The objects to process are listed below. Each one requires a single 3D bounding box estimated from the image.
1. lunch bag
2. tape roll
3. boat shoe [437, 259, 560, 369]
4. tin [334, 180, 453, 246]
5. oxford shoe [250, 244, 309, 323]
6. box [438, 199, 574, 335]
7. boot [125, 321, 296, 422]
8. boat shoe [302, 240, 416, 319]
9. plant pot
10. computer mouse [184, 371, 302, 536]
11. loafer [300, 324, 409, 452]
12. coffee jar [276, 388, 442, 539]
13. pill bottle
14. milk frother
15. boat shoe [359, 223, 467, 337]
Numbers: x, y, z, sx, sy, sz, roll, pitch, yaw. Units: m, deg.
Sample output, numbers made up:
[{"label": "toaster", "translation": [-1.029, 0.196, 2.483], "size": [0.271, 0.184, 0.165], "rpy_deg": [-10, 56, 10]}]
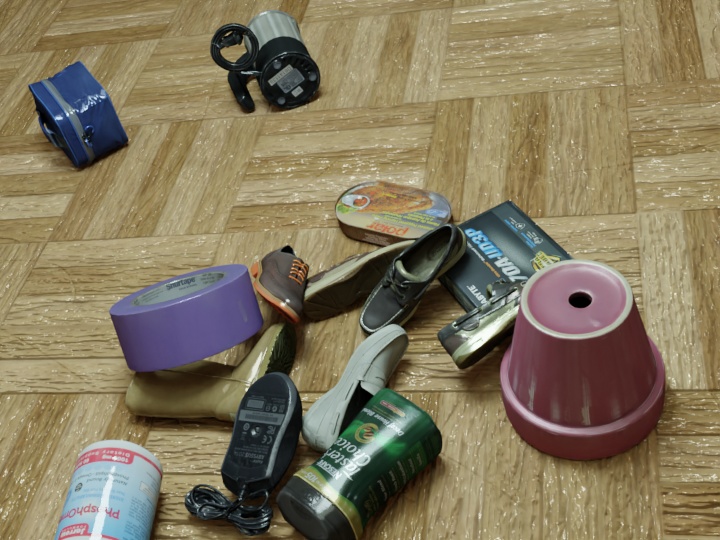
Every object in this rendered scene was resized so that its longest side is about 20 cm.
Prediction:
[{"label": "lunch bag", "translation": [-0.545, -0.291, 1.796], "size": [0.132, 0.136, 0.200], "rpy_deg": [-31, 46, -16]}, {"label": "tape roll", "translation": [-0.241, 0.063, 1.309], "size": [0.198, 0.086, 0.200], "rpy_deg": [-14, 13, 3]}, {"label": "boat shoe", "translation": [0.185, 0.043, 1.214], "size": [0.200, 0.072, 0.066], "rpy_deg": [-39, 73, -11]}, {"label": "tin", "translation": [0.052, -0.085, 1.478], "size": [0.199, 0.042, 0.112], "rpy_deg": [15, 47, 29]}, {"label": "oxford shoe", "translation": [-0.109, 0.012, 1.353], "size": [0.073, 0.071, 0.200], "rpy_deg": [-44, 27, 4]}, {"label": "box", "translation": [0.203, -0.004, 1.340], "size": [0.158, 0.046, 0.200], "rpy_deg": [-26, 44, -11]}, {"label": "boot", "translation": [-0.205, 0.133, 1.304], "size": [0.199, 0.066, 0.176], "rpy_deg": [4, 45, 22]}, {"label": "boat shoe", "translation": [0.000, 0.000, 1.379], "size": [0.199, 0.072, 0.072], "rpy_deg": [-28, 36, 3]}, {"label": "plant pot", "translation": [0.261, 0.094, 1.124], "size": [0.198, 0.180, 0.201], "rpy_deg": [-9, 42, 8]}, {"label": "computer mouse", "translation": [-0.127, 0.226, 1.172], "size": [0.138, 0.053, 0.201], "rpy_deg": [5, 65, 35]}, {"label": "loafer", "translation": [0.005, 0.155, 1.216], "size": [0.070, 0.070, 0.200], "rpy_deg": [20, 62, 40]}, {"label": "coffee jar", "translation": [-0.001, 0.240, 1.116], "size": [0.104, 0.086, 0.200], "rpy_deg": [27, 58, 37]}, {"label": "pill bottle", "translation": [-0.304, 0.311, 1.112], "size": [0.108, 0.109, 0.201], "rpy_deg": [-7, 43, 9]}, {"label": "milk frother", "translation": [-0.193, -0.428, 1.791], "size": [0.179, 0.201, 0.189], "rpy_deg": [-22, 42, -1]}, {"label": "boat shoe", "translation": [0.065, 0.008, 1.309], "size": [0.073, 0.065, 0.200], "rpy_deg": [40, 90, 25]}]
